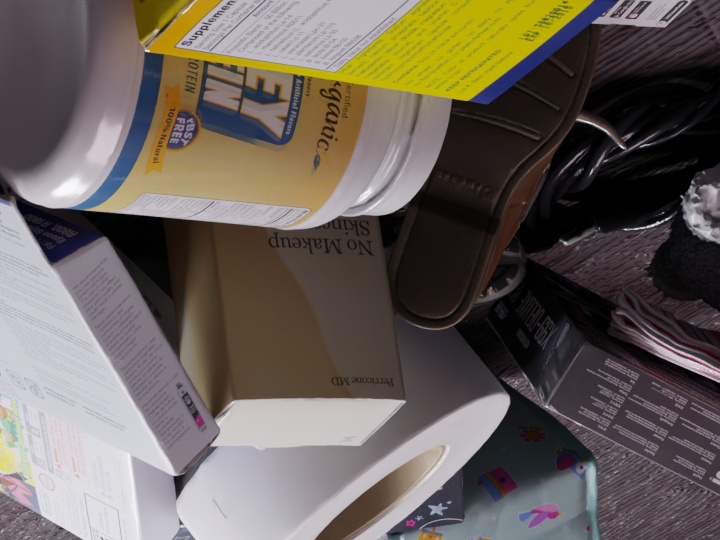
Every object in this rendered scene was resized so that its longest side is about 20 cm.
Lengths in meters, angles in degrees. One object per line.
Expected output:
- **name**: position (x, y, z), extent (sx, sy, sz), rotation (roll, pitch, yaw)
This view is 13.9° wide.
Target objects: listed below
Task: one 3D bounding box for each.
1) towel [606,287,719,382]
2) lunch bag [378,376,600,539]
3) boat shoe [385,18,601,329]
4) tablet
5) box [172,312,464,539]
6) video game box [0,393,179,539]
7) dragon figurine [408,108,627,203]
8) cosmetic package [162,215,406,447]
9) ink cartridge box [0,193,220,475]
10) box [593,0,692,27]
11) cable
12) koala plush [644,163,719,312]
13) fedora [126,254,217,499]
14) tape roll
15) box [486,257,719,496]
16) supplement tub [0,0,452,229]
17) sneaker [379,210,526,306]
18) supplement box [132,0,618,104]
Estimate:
- **towel**: position (0.250, 0.060, 1.728), extent (0.146, 0.030, 0.200), rotation (25, -175, 37)
- **lunch bag**: position (0.051, 0.151, 2.051), extent (0.170, 0.200, 0.122), rotation (-19, 122, -19)
- **boat shoe**: position (0.069, -0.066, 1.587), extent (0.072, 0.200, 0.068), rotation (30, -168, 4)
- **tablet**: position (-0.127, 0.012, 1.622), extent (0.014, 0.130, 0.200), rotation (-43, 117, 5)
- **box**: position (-0.040, 0.094, 1.925), extent (0.199, 0.132, 0.115), rotation (-7, 138, -3)
- **video game box**: position (-0.196, 0.072, 1.737), extent (0.182, 0.047, 0.200), rotation (25, 146, 19)
- **dragon figurine**: position (0.050, -0.065, 1.679), extent (0.199, 0.059, 0.099), rotation (-10, 159, 4)
- **cosmetic package**: position (-0.046, -0.009, 1.585), extent (0.105, 0.201, 0.071), rotation (0, 156, -24)
- **ink cartridge box**: position (-0.182, 0.001, 1.522), extent (0.196, 0.043, 0.200), rotation (22, 147, 44)
- **box**: position (0.148, -0.182, 1.452), extent (0.110, 0.035, 0.200), rotation (1, 157, -25)
- **cable**: position (0.168, -0.056, 1.764), extent (0.163, 0.051, 0.200), rotation (3, 155, -30)
- **koala plush**: position (0.272, -0.021, 1.730), extent (0.199, 0.184, 0.177), rotation (-3, 165, -3)
- **fedora**: position (-0.138, 0.052, 1.800), extent (0.200, 0.177, 0.090), rotation (-15, -160, 48)
- **tape roll**: position (-0.010, 0.111, 1.741), extent (0.202, 0.071, 0.202), rotation (-36, 166, -10)
- **box**: position (0.186, 0.077, 1.773), extent (0.200, 0.158, 0.050), rotation (27, 102, -19)
- **supplement tub**: position (-0.070, -0.095, 1.433), extent (0.199, 0.145, 0.145), rotation (4, 155, -32)
- **sneaker**: position (0.000, 0.000, 1.780), extent (0.199, 0.078, 0.080), rotation (4, 169, 2)
- **supplement box**: position (0.002, -0.159, 1.345), extent (0.200, 0.110, 0.109), rotation (7, 152, -36)
